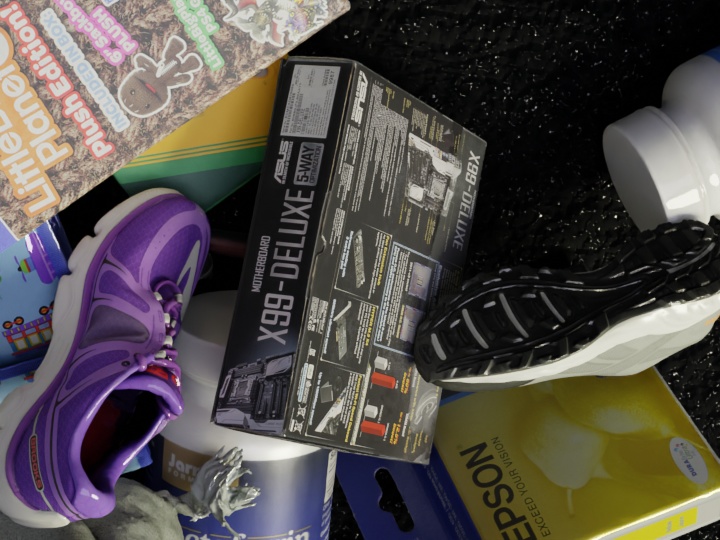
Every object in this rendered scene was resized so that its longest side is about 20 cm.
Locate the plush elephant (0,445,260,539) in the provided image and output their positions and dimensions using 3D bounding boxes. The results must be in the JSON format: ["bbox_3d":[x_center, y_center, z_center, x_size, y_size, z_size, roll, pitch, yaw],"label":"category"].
[{"bbox_3d":[-0.135,0.194,0.799,0.200,0.155,0.165,-33,117,15],"label":"plush elephant"}]

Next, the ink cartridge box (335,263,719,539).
[{"bbox_3d":[0.086,0.100,0.909,0.200,0.198,0.047,-19,137,-10],"label":"ink cartridge box"}]

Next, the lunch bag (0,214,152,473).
[{"bbox_3d":[-0.216,0.059,0.853,0.150,0.094,0.200,-21,112,-5],"label":"lunch bag"}]

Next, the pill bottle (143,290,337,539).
[{"bbox_3d":[-0.073,0.121,0.915,0.116,0.116,0.200,0,110,-16],"label":"pill bottle"}]

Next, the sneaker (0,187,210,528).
[{"bbox_3d":[-0.115,0.046,0.787,0.081,0.083,0.200,52,47,-43],"label":"sneaker"}]

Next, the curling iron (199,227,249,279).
[{"bbox_3d":[-0.046,0.000,0.920,0.200,0.050,0.026,7,152,-23],"label":"curling iron"}]

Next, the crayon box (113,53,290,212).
[{"bbox_3d":[-0.120,-0.132,0.833,0.119,0.058,0.200,-36,116,0],"label":"crayon box"}]

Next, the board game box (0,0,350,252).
[{"bbox_3d":[-0.127,-0.120,0.714,0.200,0.159,0.097,-35,115,-1],"label":"board game box"}]

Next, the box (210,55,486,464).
[{"bbox_3d":[0.000,0.000,0.844,0.158,0.050,0.200,20,78,-57],"label":"box"}]

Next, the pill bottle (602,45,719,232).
[{"bbox_3d":[0.255,-0.094,0.930,0.200,0.112,0.112,-24,116,-6],"label":"pill bottle"}]

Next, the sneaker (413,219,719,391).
[{"bbox_3d":[0.126,0.037,0.871,0.200,0.074,0.079,-14,139,-16],"label":"sneaker"}]
